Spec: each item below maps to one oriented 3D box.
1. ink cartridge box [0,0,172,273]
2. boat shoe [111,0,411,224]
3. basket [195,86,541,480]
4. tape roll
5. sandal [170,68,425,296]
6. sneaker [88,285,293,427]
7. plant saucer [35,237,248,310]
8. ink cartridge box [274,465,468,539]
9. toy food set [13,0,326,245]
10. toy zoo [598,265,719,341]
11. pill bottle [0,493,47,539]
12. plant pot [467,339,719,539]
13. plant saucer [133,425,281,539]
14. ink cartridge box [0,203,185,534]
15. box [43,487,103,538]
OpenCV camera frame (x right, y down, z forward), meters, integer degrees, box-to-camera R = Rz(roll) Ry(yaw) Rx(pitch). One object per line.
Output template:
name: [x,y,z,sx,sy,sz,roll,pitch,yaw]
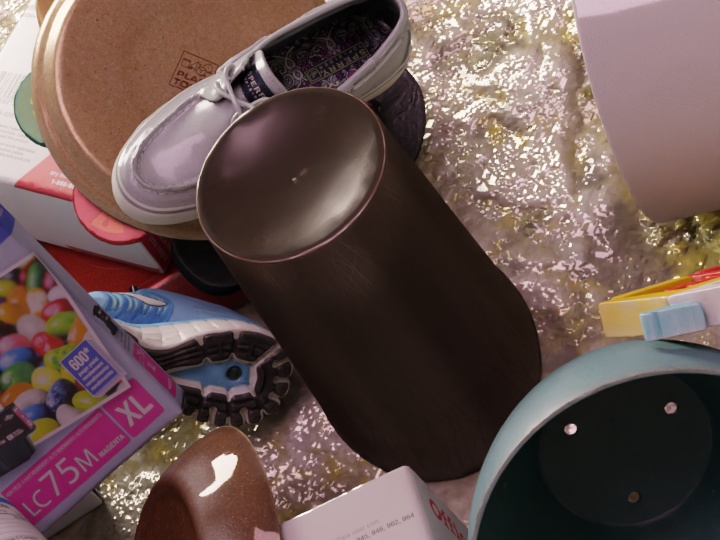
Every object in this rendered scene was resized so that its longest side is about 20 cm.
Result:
ink cartridge box: [-0.149,-0.115,1.617,0.144,0.084,0.201,15,67,32]
boat shoe: [-0.056,-0.101,1.460,0.200,0.072,0.070,-33,75,-16]
basket: [0.000,0.000,1.439,0.136,0.200,0.181,-35,51,1]
tape roll: [0.207,-0.138,1.428,0.139,0.203,0.203,-14,54,18]
sandal: [-0.029,-0.059,1.561,0.075,0.048,0.200,43,65,10]
sneaker: [-0.145,0.048,1.521,0.090,0.199,0.079,-128,48,-66]
plant saucer: [-0.138,-0.041,1.640,0.200,0.037,0.200,-32,51,3]
ink cartridge box: [0.042,0.222,1.306,0.084,0.146,0.201,-27,51,11]
toy food set: [-0.103,-0.107,1.521,0.199,0.049,0.199,8,71,-8]
toy zoo: [0.214,0.004,1.307,0.131,0.199,0.021,-11,94,54]
pill bottle: [-0.213,0.183,1.398,0.112,0.112,0.200,-46,57,-8]
plant pot: [0.146,0.117,1.318,0.200,0.201,0.135,-29,20,6]
plant saucer: [-0.089,0.183,1.379,0.036,0.201,0.201,4,49,-22]
ink cartridge box: [-0.208,0.043,1.443,0.119,0.200,0.042,-41,13,8]
box: [-0.280,0.096,1.580,0.176,0.097,0.200,-33,50,2]
